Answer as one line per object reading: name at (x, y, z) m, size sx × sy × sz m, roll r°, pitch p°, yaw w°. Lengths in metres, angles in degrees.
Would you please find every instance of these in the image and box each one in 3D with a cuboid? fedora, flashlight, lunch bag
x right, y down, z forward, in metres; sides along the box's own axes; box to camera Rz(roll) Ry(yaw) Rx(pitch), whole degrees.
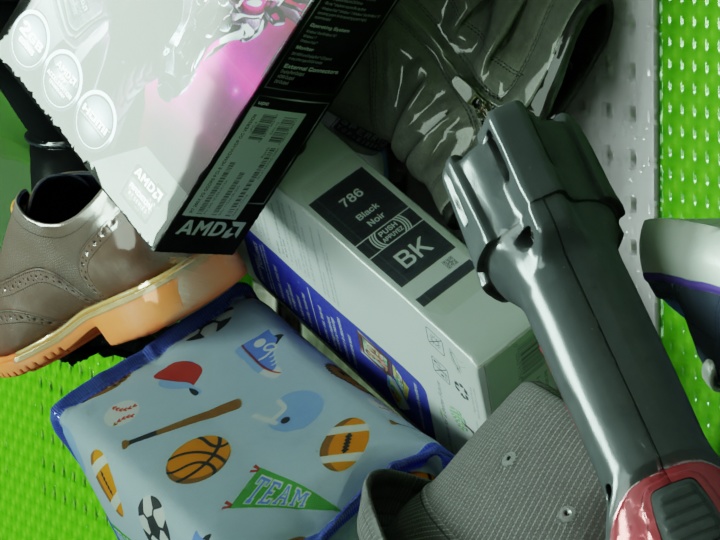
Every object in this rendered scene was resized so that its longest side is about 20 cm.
fedora at (0.092, 0.105, 0.992) m, size 0.091 × 0.176 × 0.200 m, roll -55°, pitch 37°, yaw 10°
flashlight at (0.083, 0.047, 0.922) m, size 0.068 × 0.068 × 0.201 m, roll -46°, pitch 52°, yaw 32°
lunch bag at (-0.012, 0.130, 1.194) m, size 0.170 × 0.123 × 0.201 m, roll 38°, pitch 155°, yaw 53°

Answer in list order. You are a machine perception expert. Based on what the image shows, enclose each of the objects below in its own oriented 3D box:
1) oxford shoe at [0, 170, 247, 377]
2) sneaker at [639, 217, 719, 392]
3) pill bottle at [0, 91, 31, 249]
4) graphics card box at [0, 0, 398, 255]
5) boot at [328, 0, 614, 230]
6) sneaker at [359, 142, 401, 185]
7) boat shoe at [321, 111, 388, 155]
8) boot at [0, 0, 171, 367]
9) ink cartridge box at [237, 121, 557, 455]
oxford shoe at (-0.122, -0.006, 1.253) m, size 0.200 × 0.071 × 0.073 m, roll -18°, pitch 104°, yaw 51°
sneaker at (0.151, 0.063, 0.914) m, size 0.200 × 0.080 × 0.148 m, roll 15°, pitch 103°, yaw 56°
pill bottle at (-0.239, -0.077, 1.615) m, size 0.200 × 0.112 × 0.113 m, roll 51°, pitch 138°, yaw 46°
graphics card box at (-0.047, -0.120, 1.106) m, size 0.126 × 0.051 × 0.200 m, roll 50°, pitch 119°, yaw 29°
boot at (0.049, -0.126, 1.110) m, size 0.130 × 0.068 × 0.201 m, roll 36°, pitch 113°, yaw 30°
sneaker at (-0.043, -0.061, 1.282) m, size 0.200 × 0.072 × 0.072 m, roll 48°, pitch 134°, yaw 47°
boat shoe at (-0.019, -0.136, 1.241) m, size 0.070 × 0.071 × 0.200 m, roll -48°, pitch 43°, yaw 20°
boot at (-0.135, -0.043, 1.367) m, size 0.198 × 0.073 × 0.164 m, roll 24°, pitch -114°, yaw -71°
ink cartridge box at (0.000, 0.000, 1.154) m, size 0.200 × 0.039 × 0.100 m, roll 41°, pitch 159°, yaw 32°
